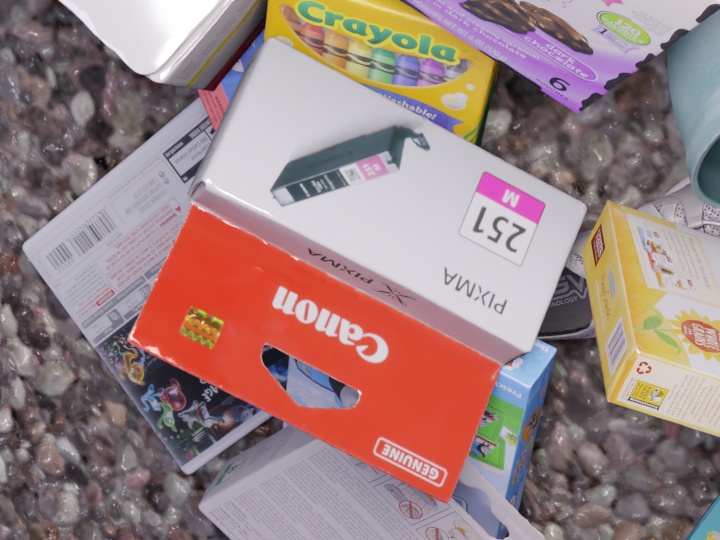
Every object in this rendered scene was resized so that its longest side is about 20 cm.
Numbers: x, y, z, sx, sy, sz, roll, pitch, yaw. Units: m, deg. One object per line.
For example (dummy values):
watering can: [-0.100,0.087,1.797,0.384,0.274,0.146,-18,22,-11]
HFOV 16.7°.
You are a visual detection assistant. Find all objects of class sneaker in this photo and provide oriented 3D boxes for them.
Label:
sneaker: [0.156,0.005,1.354,0.199,0.082,0.075,-23,98,32]

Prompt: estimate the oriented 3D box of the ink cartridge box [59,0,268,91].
ink cartridge box: [-0.120,-0.173,1.314,0.145,0.200,0.083,42,95,0]

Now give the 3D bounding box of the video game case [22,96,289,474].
video game case: [-0.093,0.006,1.518,0.200,0.023,0.182,-36,90,32]

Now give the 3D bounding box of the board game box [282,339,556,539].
board game box: [0.029,0.081,1.428,0.151,0.037,0.201,27,146,15]

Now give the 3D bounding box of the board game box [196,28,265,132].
board game box: [-0.076,-0.187,1.423,0.102,0.019,0.201,-21,99,16]

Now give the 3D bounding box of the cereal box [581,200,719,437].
cereal box: [0.216,0.043,1.259,0.199,0.144,0.040,19,119,-11]

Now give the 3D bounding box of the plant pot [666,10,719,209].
plant pot: [0.235,-0.135,1.213,0.200,0.200,0.135,-32,66,32]

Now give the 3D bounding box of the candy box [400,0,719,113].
candy box: [0.080,-0.167,1.142,0.167,0.072,0.200,32,164,-7]

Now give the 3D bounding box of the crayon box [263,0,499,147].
crayon box: [0.012,-0.120,1.325,0.125,0.052,0.200,17,148,4]

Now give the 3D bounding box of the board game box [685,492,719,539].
board game box: [0.244,0.203,1.406,0.151,0.047,0.201,37,121,10]

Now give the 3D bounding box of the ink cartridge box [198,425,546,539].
ink cartridge box: [0.022,0.148,1.456,0.161,0.050,0.200,45,133,-14]

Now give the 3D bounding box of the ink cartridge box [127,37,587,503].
ink cartridge box: [0.000,0.000,1.293,0.199,0.175,0.044,27,159,-10]
